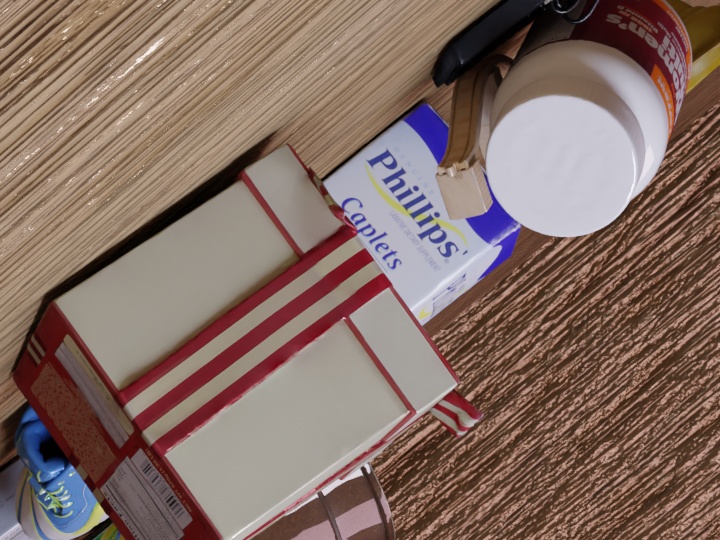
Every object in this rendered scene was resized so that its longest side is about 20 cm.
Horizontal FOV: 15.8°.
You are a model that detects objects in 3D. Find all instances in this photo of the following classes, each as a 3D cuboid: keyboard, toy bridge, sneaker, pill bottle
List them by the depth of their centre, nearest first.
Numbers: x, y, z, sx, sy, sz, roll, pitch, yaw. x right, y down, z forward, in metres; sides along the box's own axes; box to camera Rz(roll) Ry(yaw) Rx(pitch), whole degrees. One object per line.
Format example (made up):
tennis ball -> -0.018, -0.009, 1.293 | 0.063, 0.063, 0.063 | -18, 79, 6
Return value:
keyboard -> 0.133, -0.171, 1.567 | 0.200, 0.040, 0.104 | -39, 175, -8
pill bottle -> 0.139, -0.101, 1.591 | 0.110, 0.110, 0.200 | -42, -171, 26
toy bridge -> 0.083, -0.098, 1.642 | 0.027, 0.067, 0.200 | -12, -162, 23
sneaker -> -0.193, 0.115, 1.646 | 0.105, 0.076, 0.200 | -15, 151, -46

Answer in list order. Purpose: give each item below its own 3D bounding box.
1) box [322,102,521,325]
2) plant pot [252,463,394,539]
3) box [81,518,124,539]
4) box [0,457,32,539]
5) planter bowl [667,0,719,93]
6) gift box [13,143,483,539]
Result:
box -> 0.000, 0.000, 1.736 | 0.200, 0.105, 0.184 | -39, 175, -3
plant pot -> -0.104, 0.213, 2.331 | 0.198, 0.201, 0.200 | -30, 172, -16
box -> -0.211, 0.247, 2.657 | 0.117, 0.048, 0.200 | -41, 173, 13
box -> -0.294, 0.209, 1.837 | 0.156, 0.041, 0.200 | -37, 173, -18
planter bowl -> 0.184, -0.145, 1.871 | 0.200, 0.084, 0.200 | -39, 175, -4
gift box -> -0.056, 0.055, 1.410 | 0.187, 0.185, 0.200 | -34, 179, -24
